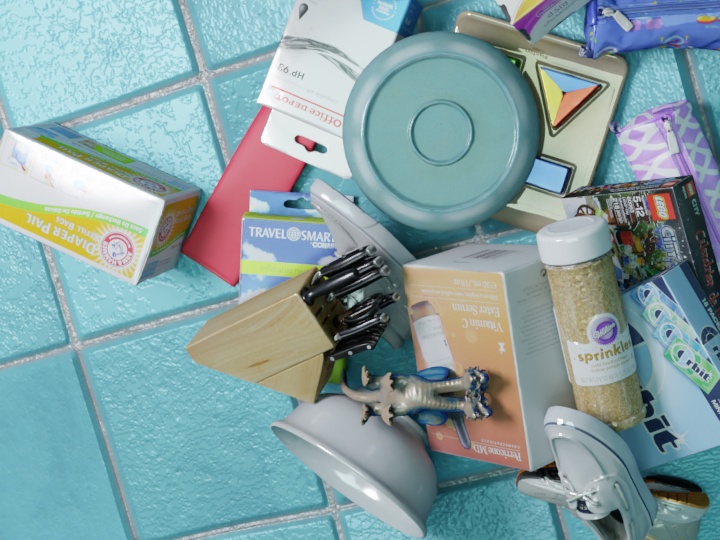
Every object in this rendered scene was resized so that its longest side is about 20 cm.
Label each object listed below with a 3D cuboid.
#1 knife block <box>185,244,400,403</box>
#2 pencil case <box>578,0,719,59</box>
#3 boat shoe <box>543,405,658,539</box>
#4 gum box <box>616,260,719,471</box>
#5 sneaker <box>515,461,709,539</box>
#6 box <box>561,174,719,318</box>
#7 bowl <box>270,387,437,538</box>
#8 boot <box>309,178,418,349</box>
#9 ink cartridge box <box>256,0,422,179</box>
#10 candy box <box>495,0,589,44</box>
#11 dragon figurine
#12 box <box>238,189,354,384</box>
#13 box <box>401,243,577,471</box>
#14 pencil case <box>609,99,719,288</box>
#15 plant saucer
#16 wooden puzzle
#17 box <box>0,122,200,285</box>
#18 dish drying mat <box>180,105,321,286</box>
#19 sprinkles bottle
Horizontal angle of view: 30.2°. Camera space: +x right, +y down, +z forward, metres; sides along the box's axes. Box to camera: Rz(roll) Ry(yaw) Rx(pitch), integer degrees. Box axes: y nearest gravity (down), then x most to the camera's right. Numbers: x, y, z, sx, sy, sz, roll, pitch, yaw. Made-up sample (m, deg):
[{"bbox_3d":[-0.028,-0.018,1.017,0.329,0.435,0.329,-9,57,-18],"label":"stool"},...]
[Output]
[{"bbox_3d":[-0.066,0.037,1.355,0.199,0.064,0.176,18,119,10],"label":"knife block"},{"bbox_3d":[0.311,-0.246,1.284,0.199,0.087,0.078,0,95,11],"label":"pencil case"},{"bbox_3d":[0.228,0.207,1.273,0.073,0.065,0.200,-2,139,44],"label":"boat shoe"},{"bbox_3d":[0.282,0.103,1.309,0.200,0.044,0.170,-33,86,52],"label":"gum box"},{"bbox_3d":[0.258,0.258,1.397,0.199,0.076,0.092,11,106,14],"label":"sneaker"},{"bbox_3d":[0.287,0.010,1.314,0.136,0.038,0.201,-3,110,50],"label":"box"},{"bbox_3d":[0.010,0.189,1.409,0.201,0.201,0.090,36,74,7],"label":"bowl"},{"bbox_3d":[0.000,0.000,1.380,0.200,0.074,0.096,42,89,-22],"label":"boot"},{"bbox_3d":[-0.028,-0.206,1.383,0.115,0.067,0.201,23,98,9],"label":"ink cartridge box"},{"bbox_3d":[0.162,-0.340,1.286,0.136,0.061,0.200,-37,65,17],"label":"candy box"},{"bbox_3d":[0.054,0.124,1.316,0.099,0.200,0.059,3,84,-25],"label":"dragon figurine"},{"bbox_3d":[-0.070,0.018,1.442,0.121,0.048,0.201,4,102,2],"label":"box"},{"bbox_3d":[0.141,0.082,1.339,0.152,0.106,0.201,2,105,51],"label":"box"},{"bbox_3d":[0.326,-0.074,1.313,0.084,0.085,0.201,-28,94,-10],"label":"pencil case"},{"bbox_3d":[0.080,-0.138,1.333,0.199,0.027,0.201,0,98,3],"label":"plant saucer"},{"bbox_3d":[0.158,-0.146,1.366,0.185,0.046,0.201,19,104,11],"label":"wooden puzzle"},{"bbox_3d":[-0.294,-0.076,1.462,0.199,0.112,0.102,24,105,8],"label":"box"},{"bbox_3d":[-0.121,-0.084,1.465,0.077,0.018,0.200,33,106,6],"label":"dish drying mat"},{"bbox_3d":[0.219,0.051,1.260,0.068,0.068,0.201,-10,106,16],"label":"sprinkles bottle"}]
